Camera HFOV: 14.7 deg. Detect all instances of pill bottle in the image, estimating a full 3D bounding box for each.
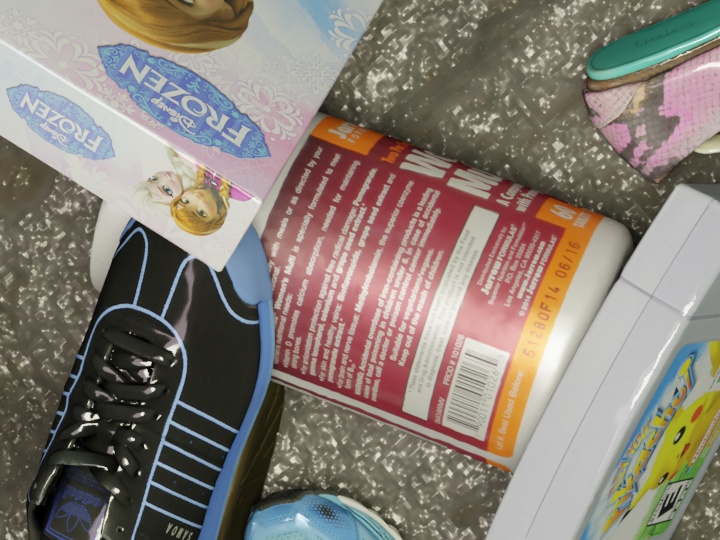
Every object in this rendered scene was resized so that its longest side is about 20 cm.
[{"bbox_3d":[0.000,0.000,1.119,0.200,0.110,0.110,21,102,9],"label":"pill bottle"}]

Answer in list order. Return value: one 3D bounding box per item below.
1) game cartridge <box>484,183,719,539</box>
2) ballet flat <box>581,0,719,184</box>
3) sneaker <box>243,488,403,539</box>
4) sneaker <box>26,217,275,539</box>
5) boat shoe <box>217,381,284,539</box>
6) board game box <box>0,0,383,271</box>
[{"bbox_3d":[0.109,0.060,1.091,0.040,0.133,0.200,32,105,26],"label":"game cartridge"},{"bbox_3d":[0.184,-0.095,1.091,0.200,0.069,0.071,-28,109,19],"label":"ballet flat"},{"bbox_3d":[-0.002,0.187,1.158,0.078,0.090,0.200,-17,95,15],"label":"sneaker"},{"bbox_3d":[-0.086,0.065,1.072,0.070,0.078,0.200,20,117,22],"label":"sneaker"},{"bbox_3d":[-0.091,0.126,1.184,0.066,0.072,0.201,21,97,15],"label":"boat shoe"},{"bbox_3d":[-0.097,-0.117,1.064,0.200,0.200,0.041,31,129,-4],"label":"board game box"}]
